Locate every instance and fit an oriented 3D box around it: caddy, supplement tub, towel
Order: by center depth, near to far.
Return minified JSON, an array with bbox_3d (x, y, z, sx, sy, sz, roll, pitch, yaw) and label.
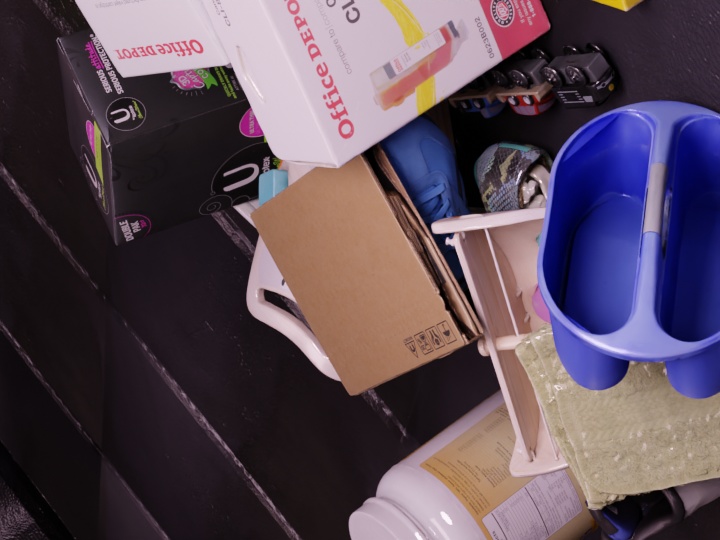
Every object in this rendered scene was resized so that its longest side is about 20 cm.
[{"bbox_3d":[0.185,-0.016,1.331,0.140,0.201,0.105,4,144,10],"label":"caddy"},{"bbox_3d":[0.217,0.077,1.440,0.199,0.037,0.149,-18,109,21],"label":"towel"},{"bbox_3d":[0.103,0.197,1.763,0.144,0.199,0.145,44,155,27],"label":"supplement tub"}]

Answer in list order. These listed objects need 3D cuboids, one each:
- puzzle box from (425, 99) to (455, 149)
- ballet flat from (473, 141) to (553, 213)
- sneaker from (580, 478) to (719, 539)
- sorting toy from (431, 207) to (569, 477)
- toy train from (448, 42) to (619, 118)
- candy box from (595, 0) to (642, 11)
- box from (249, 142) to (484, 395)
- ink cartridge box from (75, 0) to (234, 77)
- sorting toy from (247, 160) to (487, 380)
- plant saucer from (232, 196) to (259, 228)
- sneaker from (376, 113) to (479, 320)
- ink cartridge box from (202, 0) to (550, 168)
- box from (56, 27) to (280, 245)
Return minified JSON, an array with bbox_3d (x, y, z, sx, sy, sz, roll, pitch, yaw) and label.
[{"bbox_3d":[0.033,-0.088,1.754,0.133,0.025,0.201,35,149,39],"label":"puzzle box"},{"bbox_3d":[0.150,-0.006,1.580,0.201,0.074,0.074,60,158,-18],"label":"ballet flat"},{"bbox_3d":[0.200,0.146,1.610,0.199,0.115,0.081,15,133,59],"label":"sneaker"},{"bbox_3d":[0.171,0.027,1.492,0.179,0.107,0.201,-9,111,27],"label":"sorting toy"},{"bbox_3d":[0.120,-0.133,1.511,0.046,0.034,0.200,51,160,-21],"label":"toy train"},{"bbox_3d":[0.122,-0.265,1.334,0.102,0.026,0.201,25,143,47],"label":"candy box"},{"bbox_3d":[0.000,0.000,1.542,0.164,0.021,0.200,61,152,0],"label":"box"},{"bbox_3d":[-0.135,-0.259,1.491,0.145,0.145,0.201,2,129,51],"label":"ink cartridge box"},{"bbox_3d":[-0.019,-0.016,1.671,0.200,0.107,0.181,36,116,25],"label":"sorting toy"},{"bbox_3d":[-0.068,-0.055,1.919,0.200,0.050,0.200,42,-176,-3],"label":"plant saucer"},{"bbox_3d":[0.056,-0.031,1.533,0.079,0.066,0.201,-120,8,-45],"label":"sneaker"},{"bbox_3d":[0.011,-0.180,1.446,0.083,0.199,0.146,11,131,60],"label":"ink cartridge box"},{"bbox_3d":[-0.140,-0.136,1.786,0.149,0.199,0.125,95,152,-56],"label":"box"}]
